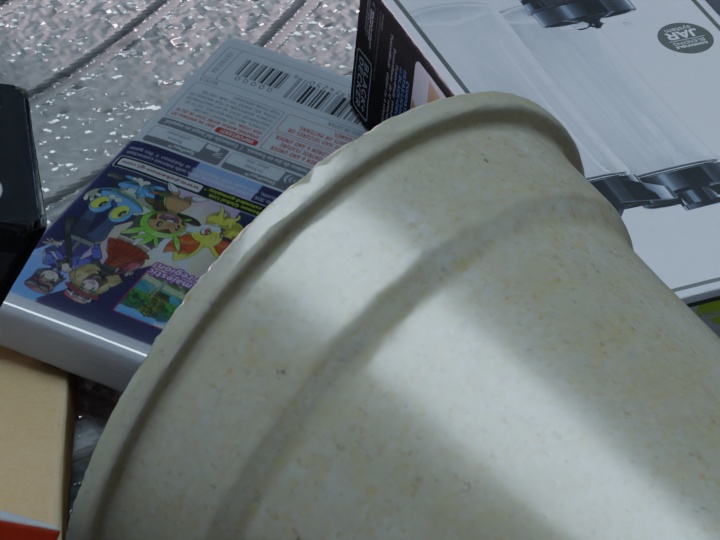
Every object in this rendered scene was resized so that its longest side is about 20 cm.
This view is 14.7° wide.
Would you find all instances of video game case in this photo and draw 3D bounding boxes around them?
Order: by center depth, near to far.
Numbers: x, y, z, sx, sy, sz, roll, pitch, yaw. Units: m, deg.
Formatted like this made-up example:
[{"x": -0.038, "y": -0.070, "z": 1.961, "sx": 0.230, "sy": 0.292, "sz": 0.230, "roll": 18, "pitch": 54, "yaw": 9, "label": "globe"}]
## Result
[{"x": 0.000, "y": 0.000, "z": 0.963, "sx": 0.199, "sy": 0.023, "sz": 0.182, "roll": 21, "pitch": 41, "yaw": 16, "label": "video game case"}]

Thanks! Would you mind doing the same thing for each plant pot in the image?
[{"x": 0.054, "y": 0.086, "z": 0.739, "sx": 0.200, "sy": 0.201, "sz": 0.183, "roll": -31, "pitch": 56, "yaw": -34, "label": "plant pot"}]

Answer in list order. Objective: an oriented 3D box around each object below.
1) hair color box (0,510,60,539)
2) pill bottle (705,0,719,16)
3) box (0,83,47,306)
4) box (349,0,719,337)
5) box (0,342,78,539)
[{"x": -0.173, "y": 0.063, "z": 0.637, "sx": 0.110, "sy": 0.064, "sz": 0.200, "roll": 15, "pitch": -2, "yaw": 30, "label": "hair color box"}, {"x": 0.217, "y": -0.122, "z": 1.058, "sx": 0.113, "sy": 0.114, "sz": 0.200, "roll": 29, "pitch": 46, "yaw": 36, "label": "pill bottle"}, {"x": -0.206, "y": 0.014, "z": 0.737, "sx": 0.199, "sy": 0.199, "sz": 0.050, "roll": 4, "pitch": 57, "yaw": -25, "label": "box"}, {"x": 0.089, "y": -0.035, "z": 0.952, "sx": 0.116, "sy": 0.060, "sz": 0.200, "roll": -12, "pitch": 43, "yaw": -21, "label": "box"}, {"x": -0.173, "y": 0.074, "z": 0.888, "sx": 0.162, "sy": 0.021, "sz": 0.200, "roll": -2, "pitch": 35, "yaw": -1, "label": "box"}]
